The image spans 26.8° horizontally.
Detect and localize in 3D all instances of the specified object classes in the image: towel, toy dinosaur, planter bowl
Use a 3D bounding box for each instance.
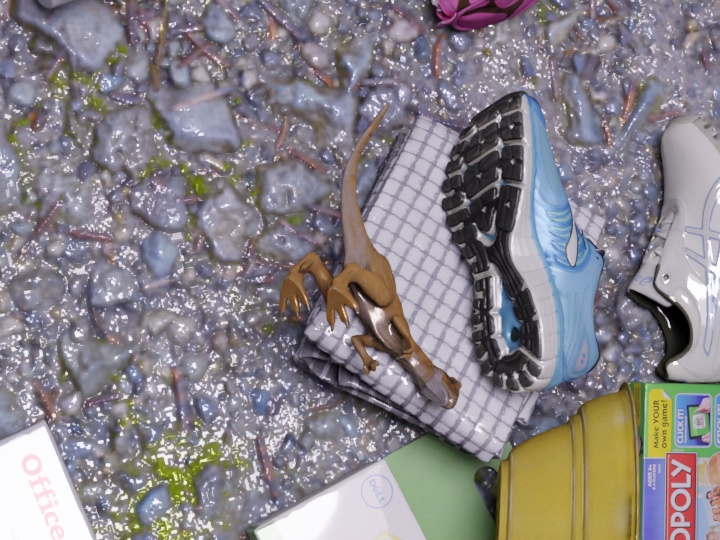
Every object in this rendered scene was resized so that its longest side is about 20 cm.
[{"bbox_3d":[0.060,0.016,1.038,0.165,0.086,0.201,31,65,-9],"label":"towel"},{"bbox_3d":[0.000,0.000,0.952,0.106,0.060,0.202,-12,81,-51],"label":"toy dinosaur"},{"bbox_3d":[0.128,0.171,0.981,0.083,0.200,0.202,2,78,4],"label":"planter bowl"}]

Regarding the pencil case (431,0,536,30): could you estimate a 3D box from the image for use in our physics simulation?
[{"bbox_3d":[0.063,-0.278,1.103,0.093,0.091,0.201,-22,83,-4],"label":"pencil case"}]

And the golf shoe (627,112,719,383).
[{"bbox_3d":[0.239,-0.015,1.104,0.096,0.078,0.202,-11,81,-11],"label":"golf shoe"}]

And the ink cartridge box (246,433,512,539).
[{"bbox_3d":[0.042,0.193,1.021,0.199,0.048,0.146,-26,86,-16],"label":"ink cartridge box"}]

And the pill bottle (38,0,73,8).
[{"bbox_3d":[-0.140,-0.259,1.026,0.199,0.113,0.114,-26,87,-19],"label":"pill bottle"}]

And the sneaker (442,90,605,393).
[{"bbox_3d":[0.114,-0.018,0.995,0.089,0.078,0.202,5,75,-39],"label":"sneaker"}]

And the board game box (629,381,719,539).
[{"bbox_3d":[0.255,0.182,1.075,0.133,0.029,0.202,2,87,-15],"label":"board game box"}]

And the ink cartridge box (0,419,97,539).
[{"bbox_3d":[-0.255,0.197,0.918,0.199,0.085,0.145,-23,86,-20],"label":"ink cartridge box"}]
